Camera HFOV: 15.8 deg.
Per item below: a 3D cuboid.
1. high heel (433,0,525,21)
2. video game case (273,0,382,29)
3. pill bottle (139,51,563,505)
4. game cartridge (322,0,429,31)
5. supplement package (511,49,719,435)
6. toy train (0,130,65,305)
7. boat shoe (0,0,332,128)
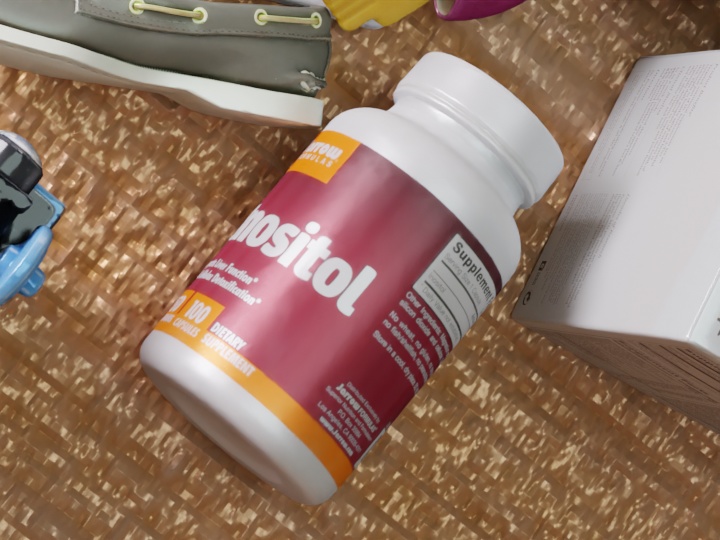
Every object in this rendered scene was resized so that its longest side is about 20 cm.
[{"bbox_3d":[0.053,-0.220,1.227,0.096,0.067,0.200,-30,123,-26],"label":"high heel"},{"bbox_3d":[-0.060,-0.227,1.223,0.200,0.023,0.182,14,87,-18],"label":"video game case"},{"bbox_3d":[0.000,0.000,1.202,0.113,0.113,0.200,43,77,-15],"label":"pill bottle"},{"bbox_3d":[0.020,-0.215,1.151,0.176,0.032,0.200,-32,128,9],"label":"game cartridge"},{"bbox_3d":[0.199,-0.005,1.225,0.150,0.200,0.152,29,83,-18],"label":"supplement package"},{"bbox_3d":[-0.211,0.022,1.127,0.087,0.114,0.200,39,79,-13],"label":"toy train"},{"bbox_3d":[-0.106,-0.112,1.184,0.201,0.072,0.060,12,88,-24],"label":"boat shoe"}]
